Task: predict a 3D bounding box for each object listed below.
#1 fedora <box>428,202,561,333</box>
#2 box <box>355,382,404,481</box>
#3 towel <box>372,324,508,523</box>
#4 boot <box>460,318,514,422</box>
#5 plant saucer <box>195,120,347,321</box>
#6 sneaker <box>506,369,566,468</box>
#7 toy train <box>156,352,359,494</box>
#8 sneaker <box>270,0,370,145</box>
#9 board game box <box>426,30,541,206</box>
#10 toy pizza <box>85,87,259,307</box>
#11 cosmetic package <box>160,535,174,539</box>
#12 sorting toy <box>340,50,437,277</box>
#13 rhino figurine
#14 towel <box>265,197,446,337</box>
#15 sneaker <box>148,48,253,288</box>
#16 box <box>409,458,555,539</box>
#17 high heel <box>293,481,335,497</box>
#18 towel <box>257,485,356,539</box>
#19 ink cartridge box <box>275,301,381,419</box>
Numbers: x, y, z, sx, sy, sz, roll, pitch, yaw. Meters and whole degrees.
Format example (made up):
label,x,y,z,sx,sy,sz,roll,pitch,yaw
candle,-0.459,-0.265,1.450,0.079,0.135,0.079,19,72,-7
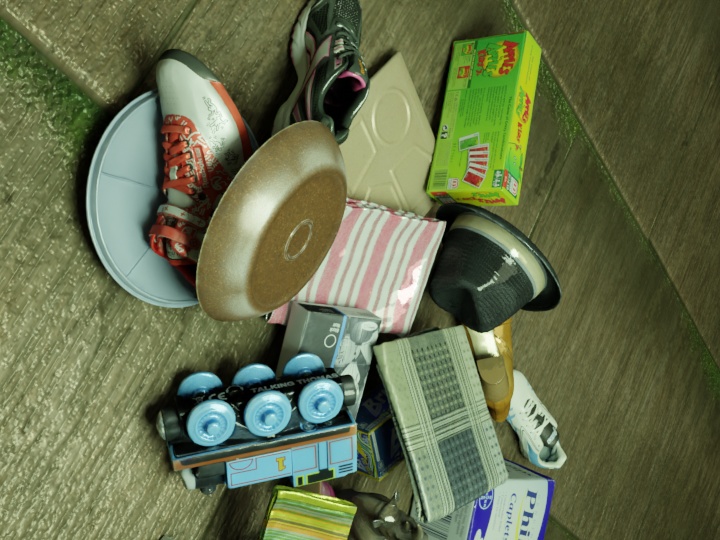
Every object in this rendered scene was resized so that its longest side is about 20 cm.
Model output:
label,x,y,z,sx,sy,sz,roll,pitch,yaw
fedora,0.140,0.013,1.020,0.092,0.200,0.201,-51,131,-14
box,0.059,0.169,1.065,0.199,0.064,0.071,-31,119,-40
towel,0.090,0.165,0.983,0.191,0.034,0.203,-5,78,-54
boot,0.170,0.091,1.170,0.144,0.070,0.204,70,16,-62
plant saucer,-0.067,-0.034,0.779,0.201,0.036,0.202,-49,157,-29
sneaker,0.253,0.218,1.278,0.072,0.072,0.201,-50,129,-25
toy train,-0.095,0.154,0.840,0.197,0.087,0.116,-9,112,-18
sneaker,-0.021,-0.196,0.867,0.080,0.086,0.203,23,67,-38
board game box,0.149,-0.179,1.039,0.047,0.100,0.203,29,67,-52
toy pizza,-0.167,-0.067,0.800,0.199,0.031,0.203,-11,105,-46
cosmetic package,-0.161,0.372,0.866,0.105,0.070,0.201,-47,129,-30
sorting toy,0.022,-0.120,0.994,0.201,0.036,0.186,-52,131,-32
rhino figurine,0.017,0.280,0.956,0.060,0.200,0.088,-41,95,-26
towel,0.000,0.000,0.944,0.198,0.030,0.148,9,106,-35
sneaker,-0.145,-0.077,0.749,0.108,0.067,0.203,-48,131,-34
box,0.159,0.357,1.181,0.199,0.104,0.187,13,89,-48
high heel,-0.060,0.321,0.928,0.097,0.066,0.202,77,25,-58
towel,-0.069,0.311,0.833,0.085,0.018,0.203,15,92,-14
ink cartridge box,-0.048,0.137,0.929,0.098,0.039,0.203,7,103,-36
